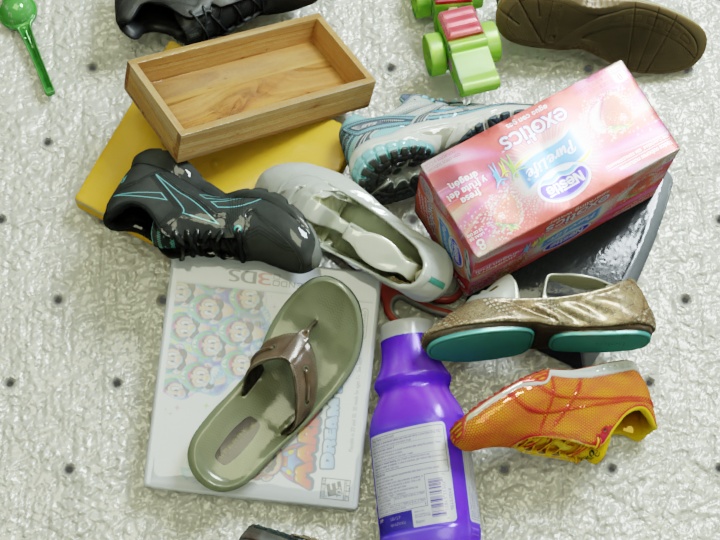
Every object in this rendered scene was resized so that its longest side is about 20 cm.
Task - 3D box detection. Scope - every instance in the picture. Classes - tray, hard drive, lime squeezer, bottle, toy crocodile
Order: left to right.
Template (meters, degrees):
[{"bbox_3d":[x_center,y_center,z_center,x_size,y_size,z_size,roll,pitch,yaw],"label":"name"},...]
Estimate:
[{"bbox_3d":[-0.319,-0.258,1.376,0.038,0.070,0.202,-25,103,-25],"label":"lime squeezer"},{"bbox_3d":[-0.096,-0.163,1.312,0.199,0.037,0.099,-20,57,-29],"label":"tray"},{"bbox_3d":[0.049,0.141,1.238,0.083,0.065,0.202,-16,69,23],"label":"bottle"},{"bbox_3d":[0.085,-0.235,1.357,0.067,0.062,0.201,-9,51,-3],"label":"toy crocodile"},{"bbox_3d":[0.186,-0.026,1.313,0.134,0.042,0.201,26,73,8],"label":"hard drive"}]

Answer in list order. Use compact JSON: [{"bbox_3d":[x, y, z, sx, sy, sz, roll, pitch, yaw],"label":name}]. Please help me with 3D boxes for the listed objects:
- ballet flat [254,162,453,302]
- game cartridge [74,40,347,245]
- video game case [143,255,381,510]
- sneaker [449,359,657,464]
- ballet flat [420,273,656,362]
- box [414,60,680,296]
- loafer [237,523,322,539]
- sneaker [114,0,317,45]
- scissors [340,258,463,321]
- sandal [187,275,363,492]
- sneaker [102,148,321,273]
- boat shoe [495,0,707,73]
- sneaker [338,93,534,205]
[{"bbox_3d":[-0.012,-0.038,1.249,0.199,0.070,0.070,31,73,19],"label":"ballet flat"},{"bbox_3d":[-0.126,-0.089,1.334,0.199,0.032,0.177,27,75,8],"label":"game cartridge"},{"bbox_3d":[-0.081,0.092,1.262,0.180,0.024,0.202,6,81,-1],"label":"video game case"},{"bbox_3d":[0.164,0.123,1.219,0.198,0.073,0.078,-8,66,-27],"label":"sneaker"},{"bbox_3d":[0.145,0.036,1.241,0.198,0.071,0.066,-1,64,-9],"label":"ballet flat"},{"bbox_3d":[0.153,-0.076,1.254,0.199,0.103,0.095,-28,74,-11],"label":"box"},{"bbox_3d":[-0.008,0.256,1.212,0.199,0.072,0.063,30,53,2],"label":"loafer"},{"bbox_3d":[-0.129,-0.242,1.356,0.198,0.076,0.091,-5,50,6],"label":"sneaker"},{"bbox_3d":[0.000,0.000,1.317,0.198,0.014,0.074,22,73,6],"label":"scissors"},{"bbox_3d":[-0.065,0.096,1.221,0.079,0.057,0.202,34,81,4],"label":"sandal"},{"bbox_3d":[-0.125,-0.033,1.248,0.199,0.076,0.079,21,51,24],"label":"sneaker"},{"bbox_3d":[0.220,-0.233,1.369,0.198,0.074,0.065,12,37,-10],"label":"boat shoe"},{"bbox_3d":[0.073,-0.128,1.321,0.198,0.078,0.087,-13,49,-23],"label":"sneaker"}]
